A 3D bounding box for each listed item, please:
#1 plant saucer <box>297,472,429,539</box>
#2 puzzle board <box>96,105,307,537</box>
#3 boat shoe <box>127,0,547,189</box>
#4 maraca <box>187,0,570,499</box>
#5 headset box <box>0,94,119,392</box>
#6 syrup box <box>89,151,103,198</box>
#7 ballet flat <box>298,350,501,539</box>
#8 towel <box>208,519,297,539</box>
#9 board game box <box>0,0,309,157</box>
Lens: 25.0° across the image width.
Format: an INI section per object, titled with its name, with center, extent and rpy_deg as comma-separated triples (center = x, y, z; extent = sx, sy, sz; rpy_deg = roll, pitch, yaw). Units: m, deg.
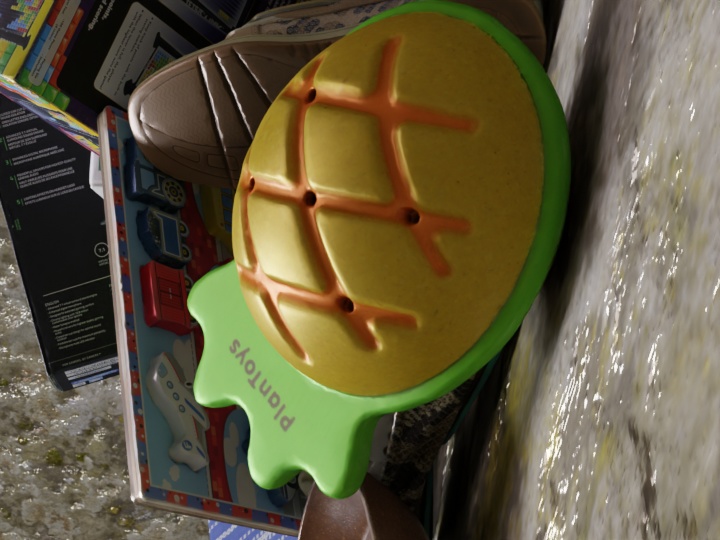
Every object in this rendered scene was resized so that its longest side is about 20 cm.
[plant saucer]
center = 0.003, 0.176, 0.651
extent = 0.200, 0.034, 0.202
rpy_deg = -178, 90, -76
[puzzle board]
center = -0.055, 0.027, 0.773
extent = 0.017, 0.150, 0.201
rpy_deg = -31, 55, 35
[boat shoe]
center = -0.010, -0.090, 0.746
extent = 0.063, 0.199, 0.074
rpy_deg = -74, -31, -60
[maraca]
center = 0.002, -0.007, 0.607
extent = 0.200, 0.107, 0.137
rpy_deg = -54, 55, 23
[headset box]
center = -0.140, -0.047, 1.028
extent = 0.093, 0.173, 0.201
rpy_deg = 121, 131, -78
[syrup box]
center = -0.106, -0.137, 0.954
extent = 0.081, 0.078, 0.202
rpy_deg = 52, -141, -76
[ballet flat]
center = 0.012, 0.072, 0.718
extent = 0.068, 0.075, 0.201
rpy_deg = -85, 6, -54
[towel]
center = -0.039, 0.099, 0.889
extent = 0.145, 0.024, 0.201
rpy_deg = -44, 38, 35
[board game box]
center = -0.092, -0.151, 0.827
extent = 0.165, 0.056, 0.201
rpy_deg = 36, -103, -51
